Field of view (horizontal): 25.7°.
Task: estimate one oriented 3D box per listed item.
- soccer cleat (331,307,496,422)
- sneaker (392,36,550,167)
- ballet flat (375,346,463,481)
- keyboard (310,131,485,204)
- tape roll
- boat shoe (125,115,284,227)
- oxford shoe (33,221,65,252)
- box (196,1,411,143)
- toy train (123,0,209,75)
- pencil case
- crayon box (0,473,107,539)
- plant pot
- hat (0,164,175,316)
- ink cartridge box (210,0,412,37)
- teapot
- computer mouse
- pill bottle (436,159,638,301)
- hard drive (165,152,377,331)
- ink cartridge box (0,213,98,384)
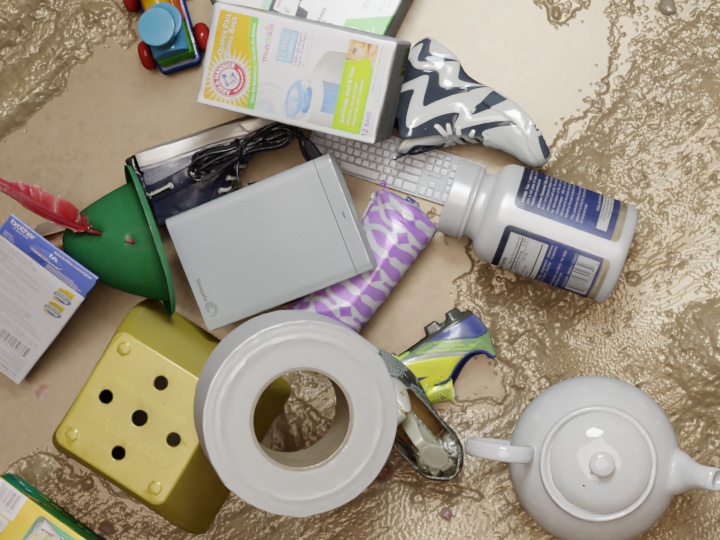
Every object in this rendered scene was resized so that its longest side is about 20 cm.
[{"bbox_3d":[0.059,0.123,1.732,0.200,0.065,0.084,-37,89,2],"label":"soccer cleat"},{"bbox_3d":[0.101,-0.150,1.736,0.199,0.079,0.130,42,86,7],"label":"sneaker"},{"bbox_3d":[0.047,0.155,1.683,0.072,0.072,0.200,-41,115,1],"label":"ballet flat"},{"bbox_3d":[0.038,-0.121,1.779,0.199,0.011,0.056,18,87,7],"label":"keyboard"},{"bbox_3d":[-0.065,0.142,1.590,0.202,0.071,0.203,-2,97,-13],"label":"tape roll"},{"bbox_3d":[-0.155,-0.115,1.774,0.199,0.075,0.093,-17,100,4],"label":"boat shoe"},{"bbox_3d":[-0.393,-0.003,1.782,0.199,0.071,0.072,-17,89,3],"label":"oxford shoe"},{"bbox_3d":[-0.060,-0.210,1.673,0.199,0.101,0.113,14,100,9],"label":"box"},{"bbox_3d":[-0.235,-0.328,1.767,0.084,0.116,0.201,-17,84,3],"label":"toy train"},{"bbox_3d":[0.000,0.000,1.735,0.085,0.084,0.200,36,90,-8],"label":"pencil case"},{"bbox_3d":[-0.349,0.331,1.756,0.200,0.058,0.119,34,90,7],"label":"crayon box"},{"bbox_3d":[-0.217,0.157,1.698,0.200,0.176,0.200,31,88,7],"label":"plant pot"},{"bbox_3d":[-0.311,-0.018,1.709,0.176,0.166,0.200,-17,48,-13],"label":"hat"},{"bbox_3d":[-0.049,-0.317,1.764,0.200,0.084,0.145,27,89,6],"label":"ink cartridge box"},{"bbox_3d":[0.244,0.201,1.668,0.200,0.146,0.198,-38,83,2],"label":"teapot"},{"bbox_3d":[-0.089,-0.070,1.749,0.140,0.046,0.200,-26,106,6],"label":"computer mouse"},{"bbox_3d":[0.188,-0.049,1.703,0.199,0.111,0.111,20,88,2],"label":"pill bottle"},{"bbox_3d":[-0.097,-0.029,1.702,0.199,0.027,0.132,-21,92,15],"label":"hard drive"},{"bbox_3d":[-0.372,0.026,1.728,0.119,0.042,0.200,38,127,-7],"label":"ink cartridge box"}]
